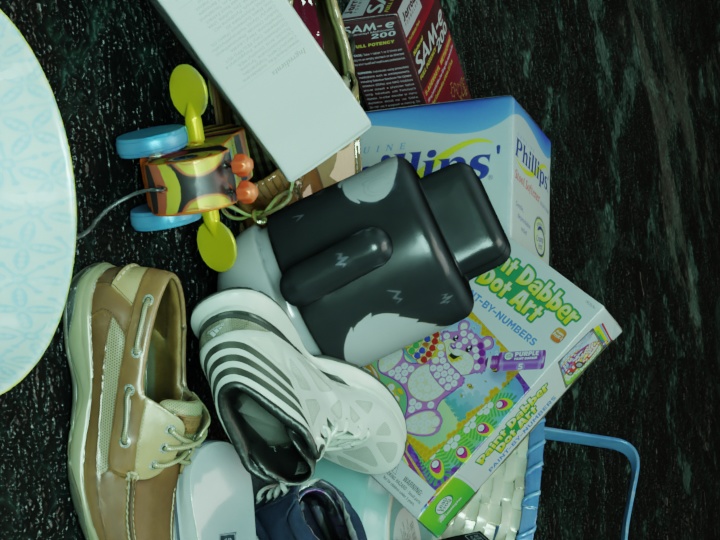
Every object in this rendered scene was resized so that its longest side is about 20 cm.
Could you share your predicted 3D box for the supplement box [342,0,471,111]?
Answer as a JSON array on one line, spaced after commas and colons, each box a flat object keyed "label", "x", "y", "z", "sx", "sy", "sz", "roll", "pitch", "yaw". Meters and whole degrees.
[{"label": "supplement box", "x": 0.048, "y": -0.171, "z": 1.605, "sx": 0.109, "sy": 0.061, "sz": 0.200, "roll": -68, "pitch": 144, "yaw": -47}]

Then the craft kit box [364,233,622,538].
[{"label": "craft kit box", "x": 0.053, "y": 0.057, "z": 1.286, "sx": 0.198, "sy": 0.200, "sz": 0.049, "roll": -47, "pitch": 141, "yaw": -5}]

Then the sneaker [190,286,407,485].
[{"label": "sneaker", "x": -0.036, "y": 0.107, "z": 1.136, "sx": 0.200, "sy": 0.076, "sz": 0.115, "roll": 41, "pitch": 28, "yaw": -39}]

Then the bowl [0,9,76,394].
[{"label": "bowl", "x": -0.232, "y": -0.033, "z": 0.841, "sx": 0.200, "sy": 0.108, "sz": 0.200, "roll": -5, "pitch": 90, "yaw": -67}]

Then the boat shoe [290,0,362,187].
[{"label": "boat shoe", "x": -0.036, "y": -0.131, "z": 1.335, "sx": 0.074, "sy": 0.066, "sz": 0.200, "roll": -15, "pitch": 90, "yaw": -29}]

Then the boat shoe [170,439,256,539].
[{"label": "boat shoe", "x": -0.108, "y": 0.211, "z": 1.145, "sx": 0.072, "sy": 0.066, "sz": 0.200, "roll": -1, "pitch": 83, "yaw": -45}]

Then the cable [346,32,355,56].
[{"label": "cable", "x": -0.050, "y": -0.129, "z": 1.406, "sx": 0.097, "sy": 0.050, "sz": 0.200, "roll": 27, "pitch": 72, "yaw": -62}]

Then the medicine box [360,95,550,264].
[{"label": "medicine box", "x": 0.051, "y": -0.023, "z": 1.421, "sx": 0.103, "sy": 0.182, "sz": 0.200, "roll": 37, "pitch": 51, "yaw": -61}]

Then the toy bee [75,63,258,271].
[{"label": "toy bee", "x": -0.106, "y": -0.054, "z": 1.150, "sx": 0.200, "sy": 0.109, "sz": 0.131, "roll": -66, "pitch": 146, "yaw": -49}]

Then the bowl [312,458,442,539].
[{"label": "bowl", "x": -0.005, "y": 0.204, "z": 1.342, "sx": 0.201, "sy": 0.105, "sz": 0.201, "roll": -6, "pitch": 90, "yaw": -68}]

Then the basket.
[{"label": "basket", "x": 0.144, "y": 0.207, "z": 1.568, "sx": 0.139, "sy": 0.200, "sz": 0.177, "roll": 100, "pitch": 4, "yaw": -52}]

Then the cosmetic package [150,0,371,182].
[{"label": "cosmetic package", "x": -0.084, "y": -0.162, "z": 1.163, "sx": 0.200, "sy": 0.074, "sz": 0.102, "roll": 55, "pitch": -3, "yaw": -26}]

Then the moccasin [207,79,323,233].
[{"label": "moccasin", "x": -0.068, "y": -0.067, "z": 1.291, "sx": 0.078, "sy": 0.074, "sz": 0.202, "roll": -29, "pitch": 115, "yaw": -56}]

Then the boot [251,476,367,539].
[{"label": "boot", "x": -0.040, "y": 0.164, "z": 1.183, "sx": 0.200, "sy": 0.073, "sz": 0.090, "roll": -127, "pitch": -139, "yaw": -53}]

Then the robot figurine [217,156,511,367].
[{"label": "robot figurine", "x": 0.001, "y": 0.002, "z": 1.211, "sx": 0.125, "sy": 0.200, "sz": 0.150, "roll": -109, "pitch": 172, "yaw": -47}]

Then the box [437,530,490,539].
[{"label": "box", "x": 0.010, "y": 0.262, "z": 1.244, "sx": 0.200, "sy": 0.060, "sz": 0.117, "roll": -5, "pitch": 115, "yaw": -29}]

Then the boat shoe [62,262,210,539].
[{"label": "boat shoe", "x": -0.134, "y": 0.093, "z": 1.093, "sx": 0.076, "sy": 0.074, "sz": 0.200, "roll": -13, "pitch": 97, "yaw": -67}]
